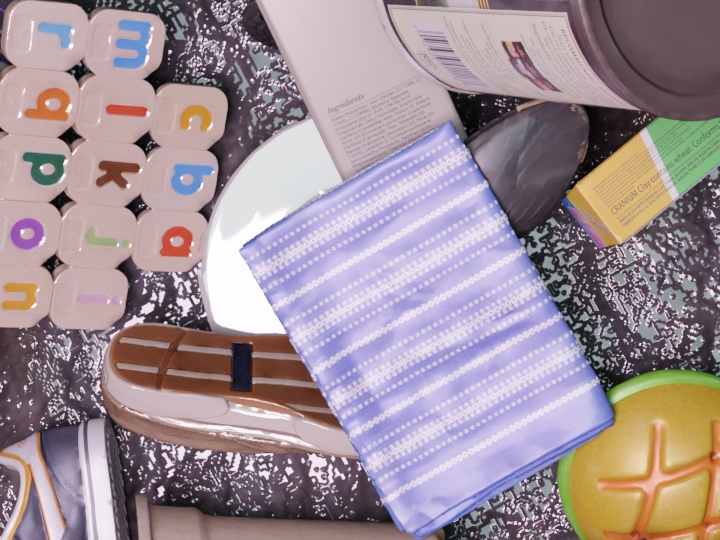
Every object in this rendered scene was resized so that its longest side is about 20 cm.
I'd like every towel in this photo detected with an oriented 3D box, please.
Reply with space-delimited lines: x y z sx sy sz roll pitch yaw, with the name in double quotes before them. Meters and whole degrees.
"towel" 0.039 0.037 1.039 0.144 0.024 0.201 -30 97 6

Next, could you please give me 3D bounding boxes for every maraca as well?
"maraca" 0.207 0.138 1.097 0.200 0.107 0.137 37 107 -20

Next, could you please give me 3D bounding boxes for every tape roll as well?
"tape roll" 0.000 0.000 1.141 0.202 0.037 0.204 0 90 3

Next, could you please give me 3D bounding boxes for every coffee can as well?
"coffee can" 0.115 -0.159 0.955 0.146 0.200 0.147 -5 101 -28

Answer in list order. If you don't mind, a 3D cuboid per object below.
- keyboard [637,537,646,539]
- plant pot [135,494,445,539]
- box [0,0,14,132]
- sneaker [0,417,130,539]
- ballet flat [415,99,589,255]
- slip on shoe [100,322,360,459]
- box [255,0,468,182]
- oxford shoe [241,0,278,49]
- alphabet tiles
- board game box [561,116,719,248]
"keyboard" 0.156 0.183 1.059 0.199 0.127 0.021 -23 55 34
"plant pot" -0.034 0.225 1.080 0.182 0.200 0.202 -4 90 -8
"box" -0.271 -0.141 1.101 0.106 0.122 0.201 20 91 30
"sneaker" -0.178 0.196 1.133 0.079 0.078 0.201 -9 79 -1
"ballet flat" 0.056 -0.027 1.070 0.066 0.057 0.200 42 105 -7
"slip on shoe" -0.057 0.082 1.100 0.199 0.061 0.076 7 46 -7
"box" -0.013 -0.148 1.054 0.082 0.068 0.201 -24 111 3
"oxford shoe" 0.021 -0.187 1.132 0.199 0.073 0.085 -14 63 7
"alphabet tiles" -0.178 -0.061 1.104 0.195 0.015 0.201 2 107 -29
"board game box" 0.188 -0.076 1.046 0.153 0.200 0.040 -39 87 3
